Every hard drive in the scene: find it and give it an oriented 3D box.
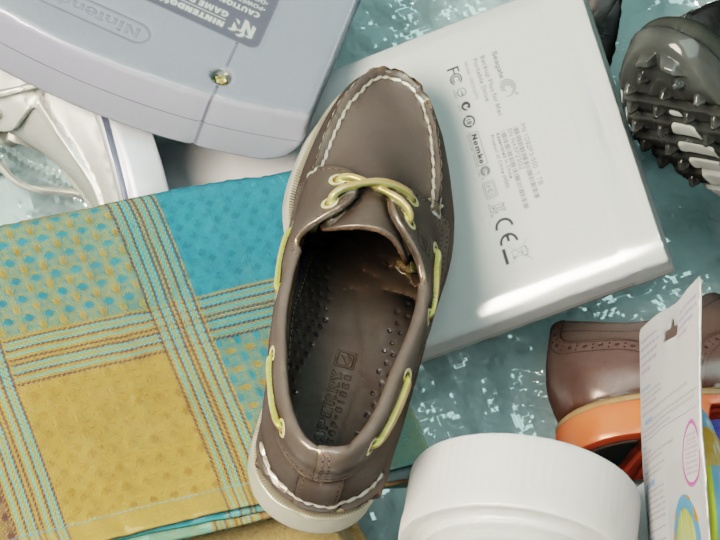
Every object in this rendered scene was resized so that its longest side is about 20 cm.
[{"bbox_3d":[0.018,-0.028,0.987,0.199,0.026,0.133,-20,69,12],"label":"hard drive"}]

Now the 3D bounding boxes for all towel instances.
[{"bbox_3d":[-0.087,0.038,0.917,0.198,0.022,0.148,-12,64,-21],"label":"towel"}]

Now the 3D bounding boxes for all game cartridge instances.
[{"bbox_3d":[-0.102,-0.125,0.986,0.199,0.042,0.134,24,52,-3],"label":"game cartridge"}]

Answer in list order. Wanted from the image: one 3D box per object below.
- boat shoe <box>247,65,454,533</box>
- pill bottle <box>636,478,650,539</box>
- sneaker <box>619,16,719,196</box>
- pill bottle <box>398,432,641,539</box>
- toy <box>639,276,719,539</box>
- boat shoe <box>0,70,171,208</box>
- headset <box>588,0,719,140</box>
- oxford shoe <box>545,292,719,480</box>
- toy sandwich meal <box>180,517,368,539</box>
[{"bbox_3d":[0.000,0.000,0.912,0.071,0.060,0.201,15,60,-3],"label":"boat shoe"},{"bbox_3d":[0.181,0.166,0.928,0.113,0.114,0.201,-25,73,-17],"label":"pill bottle"},{"bbox_3d":[0.173,-0.070,0.989,0.066,0.200,0.091,14,74,40],"label":"sneaker"},{"bbox_3d":[0.047,0.168,0.854,0.109,0.110,0.201,12,60,-2],"label":"pill bottle"},{"bbox_3d":[0.132,0.112,0.851,0.047,0.115,0.202,3,79,-4],"label":"toy"},{"bbox_3d":[-0.150,-0.080,1.006,0.086,0.075,0.203,-22,70,-16],"label":"boat shoe"},{"bbox_3d":[0.123,-0.105,1.041,0.123,0.094,0.201,30,83,5],"label":"headset"},{"bbox_3d":[0.177,0.038,1.005,0.198,0.071,0.073,-5,63,-10],"label":"oxford shoe"},{"bbox_3d":[-0.071,0.154,0.922,0.203,0.070,0.207,3,67,-7],"label":"toy sandwich meal"}]
